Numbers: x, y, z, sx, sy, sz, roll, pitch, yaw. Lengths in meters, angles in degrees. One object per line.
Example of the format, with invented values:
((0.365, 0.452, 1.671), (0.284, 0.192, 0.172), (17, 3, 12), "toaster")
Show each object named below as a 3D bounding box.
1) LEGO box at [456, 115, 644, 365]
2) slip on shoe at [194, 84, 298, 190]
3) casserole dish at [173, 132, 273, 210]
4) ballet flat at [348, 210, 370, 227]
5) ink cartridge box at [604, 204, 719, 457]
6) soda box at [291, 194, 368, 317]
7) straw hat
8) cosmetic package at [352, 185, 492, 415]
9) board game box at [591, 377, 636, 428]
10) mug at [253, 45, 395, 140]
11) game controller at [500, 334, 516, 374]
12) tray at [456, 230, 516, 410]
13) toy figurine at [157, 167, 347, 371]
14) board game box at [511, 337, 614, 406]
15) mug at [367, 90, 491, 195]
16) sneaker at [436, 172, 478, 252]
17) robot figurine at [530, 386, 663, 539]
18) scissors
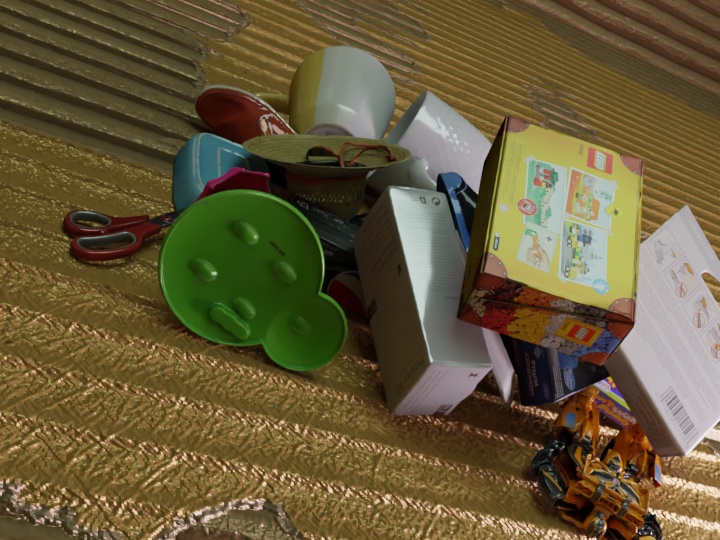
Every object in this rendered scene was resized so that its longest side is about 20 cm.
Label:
((0.184, -0.033, 0.972), (0.147, 0.078, 0.202), (18, 54, -4), "LEGO box")
((-0.125, -0.160, 1.262), (0.199, 0.074, 0.061), (38, 30, 5), "slip on shoe")
((-0.150, -0.098, 1.159), (0.120, 0.039, 0.201), (19, 29, -20), "casserole dish")
((0.039, -0.056, 1.248), (0.072, 0.073, 0.200), (36, 26, 13), "ballet flat")
((0.324, 0.060, 1.063), (0.173, 0.043, 0.202), (-35, 95, -28), "ink cartridge box")
((0.000, 0.000, 1.113), (0.198, 0.064, 0.071), (26, 27, -8), "soda box")
((-0.039, -0.098, 1.175), (0.197, 0.087, 0.201), (4, 18, -1), "straw hat")
((0.056, 0.029, 1.002), (0.073, 0.102, 0.203), (4, 54, -23), "cosmetic package")
((0.305, 0.099, 1.162), (0.199, 0.045, 0.136), (33, 64, -14), "board game box")
((-0.047, -0.186, 1.350), (0.150, 0.184, 0.154), (56, 24, -29), "mug")
((0.179, 0.026, 1.184), (0.103, 0.042, 0.202), (19, 57, 2), "game controller")
((0.123, 0.042, 1.072), (0.107, 0.022, 0.203), (56, 13, -70), "tray")
((-0.099, -0.021, 0.993), (0.200, 0.150, 0.185), (44, 13, -23), "toy figurine")
((0.253, 0.033, 1.091), (0.197, 0.061, 0.204), (-2, 81, -27), "board game box")
((0.113, -0.119, 1.342), (0.174, 0.148, 0.200), (35, 20, -9), "mug")
((0.148, -0.029, 1.151), (0.077, 0.070, 0.202), (-15, 66, -13), "sneaker")
((0.244, 0.197, 1.026), (0.144, 0.059, 0.200), (30, 25, 1), "robot figurine")
((-0.198, -0.042, 1.006), (0.198, 0.014, 0.073), (-8, 40, -40), "scissors")
